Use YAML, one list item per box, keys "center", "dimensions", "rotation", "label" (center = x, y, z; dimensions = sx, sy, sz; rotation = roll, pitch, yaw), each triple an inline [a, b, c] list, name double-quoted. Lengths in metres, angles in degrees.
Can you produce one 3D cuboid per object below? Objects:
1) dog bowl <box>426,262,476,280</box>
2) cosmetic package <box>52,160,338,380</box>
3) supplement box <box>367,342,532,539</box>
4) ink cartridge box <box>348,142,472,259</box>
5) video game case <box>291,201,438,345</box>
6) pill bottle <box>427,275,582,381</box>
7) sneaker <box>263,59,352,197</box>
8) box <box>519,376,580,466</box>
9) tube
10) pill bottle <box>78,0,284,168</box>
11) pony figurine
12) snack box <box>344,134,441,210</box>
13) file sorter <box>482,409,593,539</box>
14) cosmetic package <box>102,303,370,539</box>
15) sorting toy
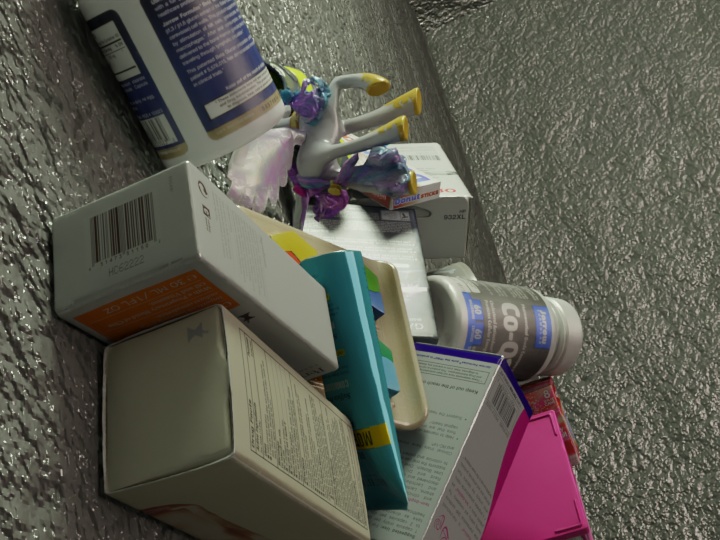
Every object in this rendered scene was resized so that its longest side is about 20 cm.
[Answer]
- center: [0.116, 0.090, 1.240]
  dimensions: [0.200, 0.058, 0.201]
  rotation: [173, -90, -78]
  label: "dog bowl"
- center: [-0.102, 0.020, 0.619]
  dimensions: [0.200, 0.101, 0.072]
  rotation: [46, 27, -57]
  label: "cosmetic package"
- center: [0.068, 0.180, 0.848]
  dimensions: [0.200, 0.103, 0.101]
  rotation: [-61, 139, -29]
  label: "supplement box"
- center: [0.047, -0.090, 1.170]
  dimensions: [0.200, 0.144, 0.084]
  rotation: [-105, -165, -63]
  label: "ink cartridge box"
- center: [0.000, 0.000, 0.986]
  dimensions: [0.201, 0.142, 0.019]
  rotation: [-96, -167, -45]
  label: "video game case"
- center: [0.155, 0.071, 1.076]
  dimensions: [0.199, 0.114, 0.114]
  rotation: [7, 56, -33]
  label: "pill bottle"
- center: [-0.075, -0.160, 1.051]
  dimensions: [0.200, 0.074, 0.081]
  rotation: [57, 19, 24]
  label: "sneaker"
- center: [0.153, 0.209, 1.114]
  dimensions: [0.095, 0.199, 0.100]
  rotation: [-1, 71, -79]
  label: "box"
- center: [-0.005, 0.086, 0.720]
  dimensions: [0.050, 0.077, 0.201]
  rotation: [-7, 81, -30]
  label: "tube"
- center: [-0.149, -0.189, 0.724]
  dimensions: [0.111, 0.111, 0.201]
  rotation: [-79, 145, -66]
  label: "pill bottle"
- center: [-0.045, -0.110, 0.920]
  dimensions: [0.167, 0.199, 0.194]
  rotation: [59, 31, -58]
  label: "pony figurine"
- center: [0.005, -0.124, 1.104]
  dimensions: [0.200, 0.072, 0.024]
  rotation: [35, -49, 45]
  label: "snack box"
- center: [0.141, 0.267, 0.990]
  dimensions: [0.139, 0.199, 0.126]
  rotation: [-97, 163, -45]
  label: "file sorter"
- center: [-0.075, 0.119, 0.604]
  dimensions: [0.200, 0.087, 0.104]
  rotation: [53, 22, -51]
  label: "cosmetic package"
- center: [-0.031, 0.038, 0.806]
  dimensions: [0.199, 0.036, 0.186]
  rotation: [18, 46, -34]
  label: "sorting toy"
